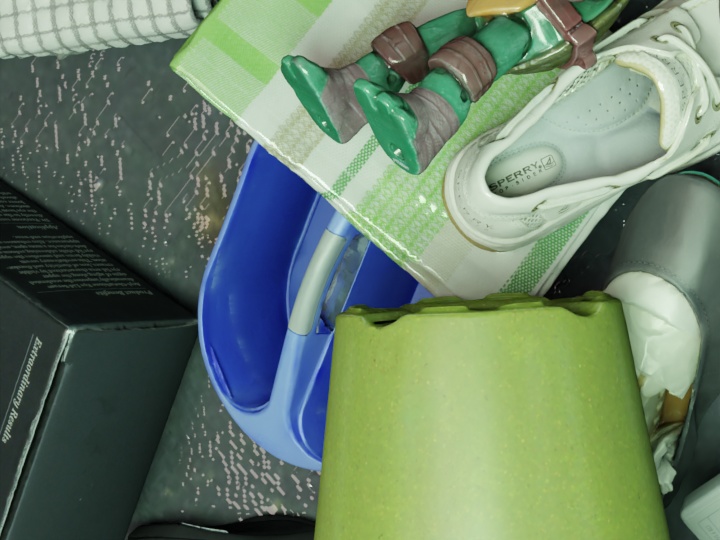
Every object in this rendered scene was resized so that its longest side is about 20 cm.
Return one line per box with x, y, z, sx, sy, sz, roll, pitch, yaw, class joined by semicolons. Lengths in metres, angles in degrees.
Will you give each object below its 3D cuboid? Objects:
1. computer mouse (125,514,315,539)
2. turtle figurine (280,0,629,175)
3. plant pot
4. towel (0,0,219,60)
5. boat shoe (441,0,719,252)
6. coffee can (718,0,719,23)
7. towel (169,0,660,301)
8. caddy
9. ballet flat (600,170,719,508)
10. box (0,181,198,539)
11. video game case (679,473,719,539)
-0.096;0.201;1.227;0.199;0.046;0.141;1;96;29;computer mouse
0.067;-0.126;0.962;0.101;0.200;0.150;51;165;-13;turtle figurine
0.053;0.107;0.952;0.199;0.200;0.191;-3;92;30;plant pot
-0.136;-0.213;1.178;0.165;0.085;0.201;-7;92;28;towel
0.129;-0.075;0.998;0.200;0.069;0.071;-35;88;-11;boat shoe
0.246;-0.109;0.904;0.146;0.200;0.147;4;98;29;coffee can
0.032;-0.084;1.036;0.200;0.031;0.149;40;79;-2;towel
0.000;0.000;1.111;0.141;0.105;0.201;29;109;22;caddy
0.130;0.050;1.025;0.073;0.073;0.201;29;134;23;ballet flat
-0.204;0.048;1.219;0.200;0.104;0.149;33;111;31;box
0.272;0.119;0.988;0.200;0.022;0.182;-39;97;27;video game case
